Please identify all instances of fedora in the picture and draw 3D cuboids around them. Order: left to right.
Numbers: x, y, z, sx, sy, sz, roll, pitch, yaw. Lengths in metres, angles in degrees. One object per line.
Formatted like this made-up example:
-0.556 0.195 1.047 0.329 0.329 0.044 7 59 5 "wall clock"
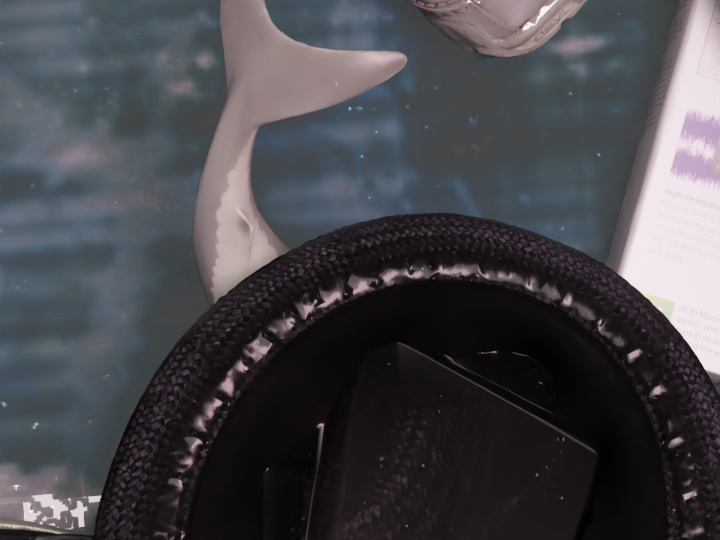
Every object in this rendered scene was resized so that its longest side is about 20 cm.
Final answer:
0.015 0.089 0.689 0.199 0.092 0.202 1 73 -3 "fedora"

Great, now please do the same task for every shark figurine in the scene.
-0.019 -0.004 0.746 0.128 0.090 0.215 -31 131 6 "shark figurine"

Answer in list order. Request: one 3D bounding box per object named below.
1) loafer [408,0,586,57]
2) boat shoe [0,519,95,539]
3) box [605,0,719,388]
0.083 -0.162 0.778 0.200 0.070 0.070 -53 130 -7 "loafer"
-0.091 0.119 0.746 0.198 0.066 0.075 6 85 -6 "boat shoe"
0.170 -0.050 0.804 0.143 0.036 0.201 17 85 -5 "box"
